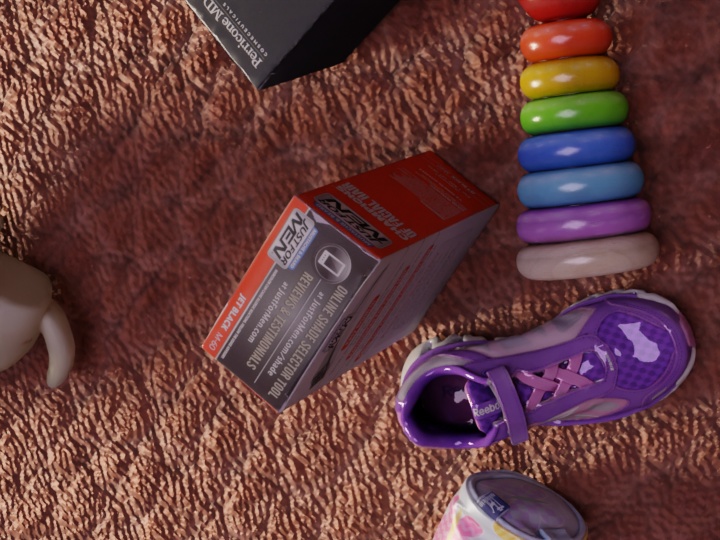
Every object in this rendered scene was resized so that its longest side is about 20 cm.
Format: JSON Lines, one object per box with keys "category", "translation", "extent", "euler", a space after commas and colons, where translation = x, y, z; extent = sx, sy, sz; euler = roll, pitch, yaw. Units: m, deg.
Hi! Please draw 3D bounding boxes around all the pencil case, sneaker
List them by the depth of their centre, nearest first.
{"category": "sneaker", "translation": [0.105, 0.070, 0.907], "extent": [0.200, 0.088, 0.081], "euler": [-16, 94, 24]}
{"category": "pencil case", "translation": [0.074, 0.227, 0.956], "extent": [0.091, 0.083, 0.200], "euler": [40, 116, 35]}

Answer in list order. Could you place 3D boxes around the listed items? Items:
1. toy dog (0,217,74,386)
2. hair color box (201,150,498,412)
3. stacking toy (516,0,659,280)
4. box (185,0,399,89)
{"category": "toy dog", "translation": [-0.324, 0.049, 1.067], "extent": [0.194, 0.140, 0.200], "euler": [32, 116, -26]}
{"category": "hair color box", "translation": [0.000, 0.000, 0.874], "extent": [0.064, 0.200, 0.111], "euler": [38, 113, 11]}
{"category": "stacking toy", "translation": [0.123, -0.097, 0.872], "extent": [0.085, 0.085, 0.200], "euler": [-7, 93, 24]}
{"category": "box", "translation": [-0.044, -0.246, 0.876], "extent": [0.200, 0.104, 0.182], "euler": [52, 124, 6]}
